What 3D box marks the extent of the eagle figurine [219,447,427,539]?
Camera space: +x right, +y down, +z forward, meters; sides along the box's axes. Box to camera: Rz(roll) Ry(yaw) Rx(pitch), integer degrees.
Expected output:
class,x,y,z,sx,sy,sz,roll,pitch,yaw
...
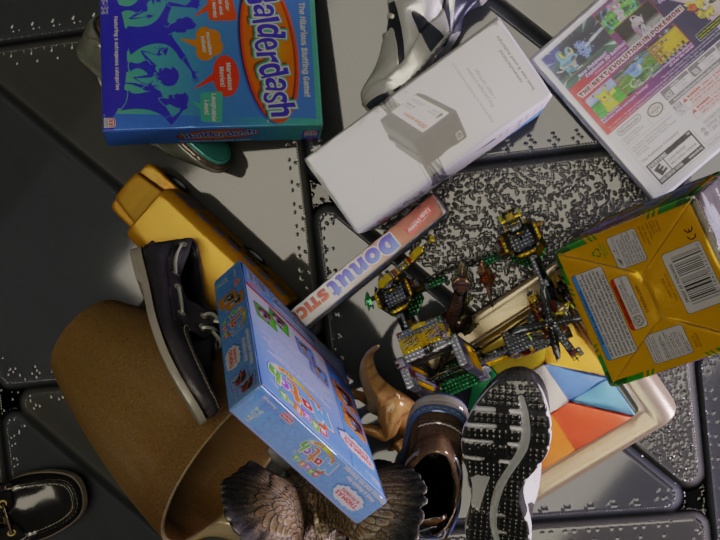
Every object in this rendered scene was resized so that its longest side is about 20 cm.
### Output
class,x,y,z,sx,sy,sz,roll,pitch,yaw
eagle figurine,-0.039,0.212,0.829,0.151,0.200,0.152,40,65,8

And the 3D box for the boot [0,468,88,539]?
class,x,y,z,sx,sy,sz,roll,pitch,yaw
boot,-0.382,0.255,0.927,0.200,0.151,0.073,-12,91,8

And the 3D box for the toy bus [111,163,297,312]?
class,x,y,z,sx,sy,sz,roll,pitch,yaw
toy bus,-0.155,-0.017,0.921,0.200,0.078,0.065,43,97,3

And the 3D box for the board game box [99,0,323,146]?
class,x,y,z,sx,sy,sz,roll,pitch,yaw
board game box,-0.139,-0.197,0.889,0.200,0.045,0.152,-3,79,-8

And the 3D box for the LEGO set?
class,x,y,z,sx,sy,sz,roll,pitch,yaw
LEGO set,0.096,0.029,0.850,0.200,0.116,0.154,-17,72,15

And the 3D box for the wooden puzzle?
class,x,y,z,sx,sy,sz,roll,pitch,yaw
wooden puzzle,0.170,0.112,0.907,0.200,0.037,0.185,-34,88,7

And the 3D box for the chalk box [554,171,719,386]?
class,x,y,z,sx,sy,sz,roll,pitch,yaw
chalk box,0.270,-0.001,0.820,0.124,0.200,0.125,-25,89,31

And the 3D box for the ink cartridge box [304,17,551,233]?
class,x,y,z,sx,sy,sz,roll,pitch,yaw
ink cartridge box,0.062,-0.123,0.855,0.200,0.145,0.084,-35,90,8

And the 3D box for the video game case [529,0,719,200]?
class,x,y,z,sx,sy,sz,roll,pitch,yaw
video game case,0.292,-0.195,0.885,0.200,0.023,0.182,-41,87,8

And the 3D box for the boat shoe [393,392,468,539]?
class,x,y,z,sx,sy,sz,roll,pitch,yaw
boat shoe,0.056,0.205,0.869,0.072,0.072,0.200,6,127,8

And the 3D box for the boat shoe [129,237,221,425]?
class,x,y,z,sx,sy,sz,roll,pitch,yaw
boat shoe,-0.145,0.041,0.809,0.063,0.073,0.200,-21,47,-9

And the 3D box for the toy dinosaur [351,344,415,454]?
class,x,y,z,sx,sy,sz,roll,pitch,yaw
toy dinosaur,0.022,0.126,0.899,0.106,0.060,0.200,-19,128,25

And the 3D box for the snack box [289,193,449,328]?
class,x,y,z,sx,sy,sz,roll,pitch,yaw
snack box,0.000,0.000,0.906,0.200,0.072,0.024,-39,86,7

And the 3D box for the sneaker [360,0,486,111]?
class,x,y,z,sx,sy,sz,roll,pitch,yaw
sneaker,0.034,-0.253,0.887,0.130,0.079,0.199,38,96,5

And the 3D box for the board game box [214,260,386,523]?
class,x,y,z,sx,sy,sz,roll,pitch,yaw
board game box,-0.054,0.093,0.784,0.037,0.200,0.151,-38,117,8

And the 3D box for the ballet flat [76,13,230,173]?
class,x,y,z,sx,sy,sz,roll,pitch,yaw
ballet flat,-0.205,-0.163,0.938,0.200,0.067,0.064,51,125,3

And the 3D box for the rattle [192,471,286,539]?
class,x,y,z,sx,sy,sz,roll,pitch,yaw
rattle,-0.124,0.279,0.906,0.200,0.143,0.130,-31,70,14

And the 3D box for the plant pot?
class,x,y,z,sx,sy,sz,roll,pitch,yaw
plant pot,-0.190,0.120,0.895,0.200,0.186,0.187,34,96,18

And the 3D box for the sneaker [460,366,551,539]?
class,x,y,z,sx,sy,sz,roll,pitch,yaw
sneaker,0.127,0.160,0.839,0.074,0.080,0.200,11,123,11
